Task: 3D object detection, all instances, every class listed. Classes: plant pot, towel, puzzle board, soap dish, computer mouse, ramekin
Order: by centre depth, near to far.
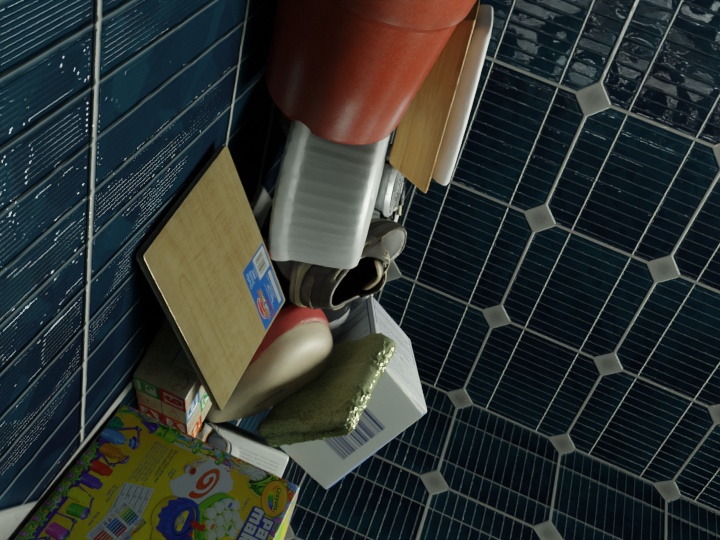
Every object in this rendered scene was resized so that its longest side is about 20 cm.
[{"bbox_3d":[0.002,-0.240,0.773,0.197,0.198,0.202,-62,180,45],"label":"plant pot"},{"bbox_3d":[-0.135,0.010,0.792,0.203,0.017,0.152,74,32,-41],"label":"puzzle board"},{"bbox_3d":[-0.029,-0.100,0.910,0.200,0.095,0.206,14,90,-88],"label":"ramekin"},{"bbox_3d":[0.093,-0.215,0.978,0.158,0.079,0.204,-72,177,-60],"label":"soap dish"},{"bbox_3d":[-0.047,0.150,1.046,0.198,0.036,0.150,-18,-146,50],"label":"towel"},{"bbox_3d":[0.034,-0.115,1.086,0.200,0.043,0.112,-32,136,-80],"label":"computer mouse"}]

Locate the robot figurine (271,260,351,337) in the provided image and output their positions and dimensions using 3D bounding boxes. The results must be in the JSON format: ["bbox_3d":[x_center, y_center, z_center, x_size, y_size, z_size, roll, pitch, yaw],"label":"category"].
[{"bbox_3d":[-0.066,0.015,1.124,0.150,0.123,0.203,-43,157,-40],"label":"robot figurine"}]

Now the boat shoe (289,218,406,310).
[{"bbox_3d":[0.000,0.000,1.003,0.199,0.072,0.076,-34,137,-42],"label":"boat shoe"}]

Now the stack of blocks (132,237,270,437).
[{"bbox_3d":[-0.162,0.066,0.881,0.116,0.057,0.203,103,10,-56],"label":"stack of blocks"}]

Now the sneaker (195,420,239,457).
[{"bbox_3d":[-0.203,0.205,0.970,0.199,0.078,0.080,-19,-136,64],"label":"sneaker"}]

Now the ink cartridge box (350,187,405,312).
[{"bbox_3d":[-0.017,-0.044,1.233,0.068,0.114,0.204,-55,164,-63],"label":"ink cartridge box"}]

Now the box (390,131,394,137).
[{"bbox_3d":[0.006,-0.218,1.029,0.142,0.078,0.202,-59,170,-36],"label":"box"}]

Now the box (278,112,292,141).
[{"bbox_3d":[-0.042,-0.247,1.019,0.121,0.032,0.204,75,35,-80],"label":"box"}]

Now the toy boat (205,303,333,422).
[{"bbox_3d":[-0.129,0.093,1.031,0.198,0.133,0.129,-34,161,28],"label":"toy boat"}]

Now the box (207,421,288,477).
[{"bbox_3d":[-0.188,0.313,1.104,0.204,0.104,0.152,-68,-168,-8],"label":"box"}]

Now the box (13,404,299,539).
[{"bbox_3d":[-0.182,0.258,0.729,0.201,0.189,0.124,-59,169,-55],"label":"box"}]

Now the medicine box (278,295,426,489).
[{"bbox_3d":[-0.016,0.164,1.160,0.181,0.103,0.201,-39,-160,13],"label":"medicine box"}]
